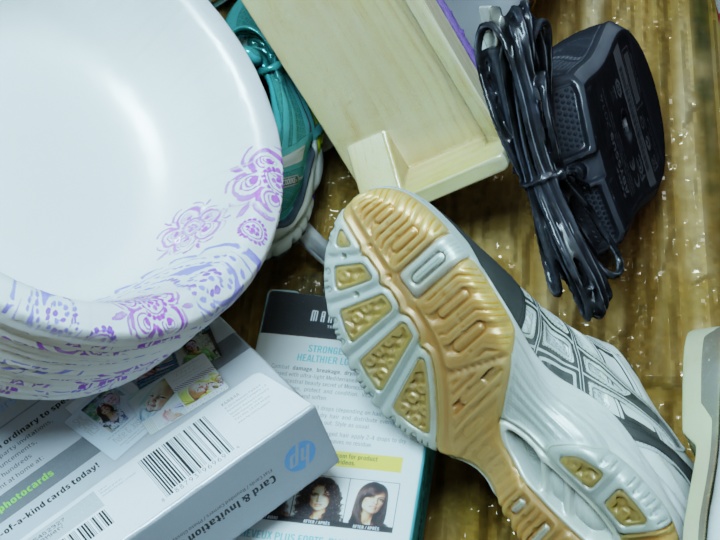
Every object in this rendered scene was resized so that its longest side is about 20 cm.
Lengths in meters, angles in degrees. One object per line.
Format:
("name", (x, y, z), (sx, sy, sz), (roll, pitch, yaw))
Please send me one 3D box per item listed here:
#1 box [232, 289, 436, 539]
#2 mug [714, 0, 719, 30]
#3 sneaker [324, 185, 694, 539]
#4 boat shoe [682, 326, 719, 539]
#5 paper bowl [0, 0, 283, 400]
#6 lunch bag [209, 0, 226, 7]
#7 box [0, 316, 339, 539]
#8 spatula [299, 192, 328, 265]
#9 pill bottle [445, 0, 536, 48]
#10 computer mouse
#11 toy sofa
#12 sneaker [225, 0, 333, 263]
("box", (-0.015, 0.103, 0.809), (0.082, 0.049, 0.200), (6, 52, 7))
("mug", (0.247, -0.108, 0.900), (0.178, 0.133, 0.200), (-29, 44, 38))
("sneaker", (0.065, 0.045, 0.807), (0.200, 0.076, 0.088), (52, 32, 1))
("boat shoe", (0.168, 0.107, 0.767), (0.068, 0.075, 0.200), (-9, 59, 21))
("paper bowl", (-0.140, -0.043, 0.772), (0.201, 0.104, 0.201), (19, 54, -29))
("lunch bag", (-0.077, -0.224, 1.001), (0.200, 0.160, 0.077), (-37, 59, -25))
("box", (-0.127, 0.061, 0.814), (0.156, 0.041, 0.200), (-35, 45, -15))
("spatula", (0.000, 0.000, 0.909), (0.200, 0.021, 0.057), (26, 52, 20))
("pill bottle", (0.068, -0.210, 1.016), (0.109, 0.109, 0.200), (17, 55, 16))
("computer mouse", (0.092, -0.062, 0.881), (0.053, 0.139, 0.200), (-13, 10, 22))
("toy sofa", (-0.006, -0.129, 0.891), (0.083, 0.200, 0.098), (-23, 26, 21))
("sneaker", (-0.047, -0.085, 0.932), (0.077, 0.080, 0.200), (-4, 37, 7))
